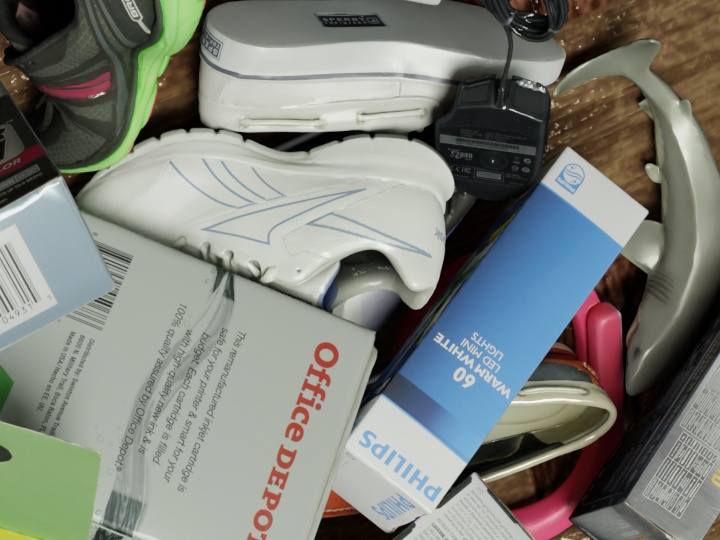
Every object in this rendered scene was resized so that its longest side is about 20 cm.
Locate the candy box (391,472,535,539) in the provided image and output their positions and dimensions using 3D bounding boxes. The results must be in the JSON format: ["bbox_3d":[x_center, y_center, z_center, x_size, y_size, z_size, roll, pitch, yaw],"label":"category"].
[{"bbox_3d":[0.003,0.211,0.984,0.200,0.061,0.137,-37,163,-15],"label":"candy box"}]

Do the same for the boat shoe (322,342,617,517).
[{"bbox_3d":[0.046,0.098,1.009,0.199,0.063,0.072,-18,122,-11],"label":"boat shoe"}]

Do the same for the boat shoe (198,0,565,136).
[{"bbox_3d":[0.011,-0.099,0.931,0.199,0.072,0.066,-5,126,-25],"label":"boat shoe"}]

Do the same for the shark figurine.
[{"bbox_3d":[0.195,-0.045,1.022,0.128,0.089,0.216,-27,115,-35],"label":"shark figurine"}]

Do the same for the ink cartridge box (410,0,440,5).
[{"bbox_3d":[-0.041,-0.220,0.839,0.199,0.083,0.146,8,110,-27],"label":"ink cartridge box"}]

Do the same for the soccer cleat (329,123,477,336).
[{"bbox_3d":[0.000,0.000,0.985,0.200,0.068,0.073,-50,158,-6],"label":"soccer cleat"}]

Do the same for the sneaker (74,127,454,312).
[{"bbox_3d":[-0.050,-0.020,0.902,0.199,0.088,0.075,-3,148,2],"label":"sneaker"}]

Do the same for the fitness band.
[{"bbox_3d":[0.088,0.079,1.073,0.143,0.037,0.201,-12,117,-16],"label":"fitness band"}]

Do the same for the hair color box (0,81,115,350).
[{"bbox_3d":[-0.187,-0.032,0.793,0.099,0.200,0.061,-29,122,-9],"label":"hair color box"}]

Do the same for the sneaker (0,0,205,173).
[{"bbox_3d":[-0.128,-0.111,0.818,0.083,0.077,0.200,11,152,-17],"label":"sneaker"}]

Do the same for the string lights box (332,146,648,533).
[{"bbox_3d":[0.062,0.039,0.941,0.059,0.103,0.200,38,72,-1],"label":"string lights box"}]

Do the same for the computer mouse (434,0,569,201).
[{"bbox_3d":[0.070,-0.102,0.873,0.058,0.034,0.200,10,147,4],"label":"computer mouse"}]

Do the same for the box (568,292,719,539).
[{"bbox_3d":[0.205,0.071,1.023,0.048,0.158,0.200,34,78,3],"label":"box"}]

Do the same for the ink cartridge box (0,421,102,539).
[{"bbox_3d":[-0.194,0.123,0.801,0.145,0.048,0.200,16,148,-2],"label":"ink cartridge box"}]

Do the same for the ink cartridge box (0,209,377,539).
[{"bbox_3d":[-0.109,0.068,0.866,0.199,0.083,0.147,23,64,-4],"label":"ink cartridge box"}]
